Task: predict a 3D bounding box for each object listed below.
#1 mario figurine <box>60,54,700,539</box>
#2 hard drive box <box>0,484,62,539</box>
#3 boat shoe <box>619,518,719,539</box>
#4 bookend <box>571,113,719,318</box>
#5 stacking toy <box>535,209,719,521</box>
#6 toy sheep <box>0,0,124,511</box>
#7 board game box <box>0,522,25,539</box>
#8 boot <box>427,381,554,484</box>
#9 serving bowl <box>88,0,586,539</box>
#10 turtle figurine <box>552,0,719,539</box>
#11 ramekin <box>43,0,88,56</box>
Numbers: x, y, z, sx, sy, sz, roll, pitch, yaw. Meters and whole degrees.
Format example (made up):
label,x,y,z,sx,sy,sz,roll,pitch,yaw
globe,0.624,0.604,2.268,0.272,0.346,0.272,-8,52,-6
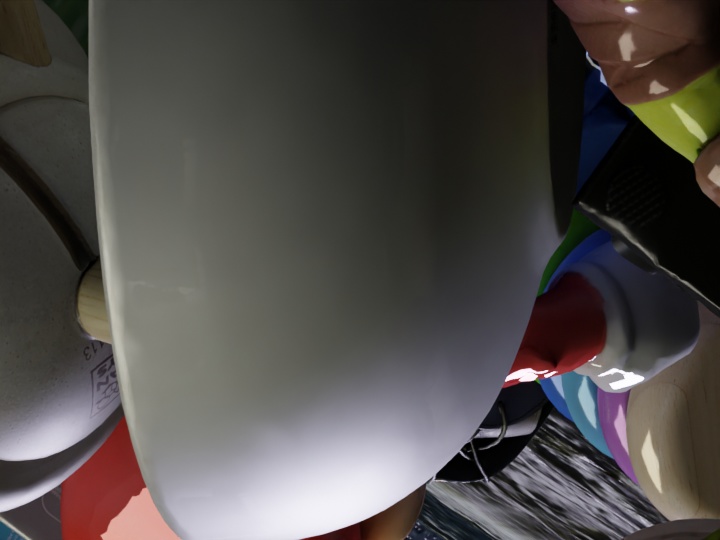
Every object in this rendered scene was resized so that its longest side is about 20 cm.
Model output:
label,x,y,z,sx,sy,sz,roll,pitch,yaw
mario figurine,0.000,0.000,0.713,0.123,0.200,0.106,30,171,41
hard drive box,-0.031,-0.003,0.848,0.077,0.201,0.156,34,174,2
boat shoe,0.123,0.118,0.662,0.199,0.075,0.066,19,151,45
bookend,0.134,0.018,0.639,0.200,0.092,0.199,37,173,-3
stacking toy,0.073,0.010,0.959,0.085,0.086,0.200,40,176,-35
toy sheep,-0.106,-0.010,0.635,0.199,0.138,0.138,17,162,42
board game box,-0.154,0.015,0.912,0.047,0.152,0.200,-1,147,46
boot,0.017,0.047,1.037,0.096,0.201,0.075,28,150,5
serving bowl,0.006,-0.049,0.543,0.065,0.202,0.200,2,166,8
turtle figurine,0.109,0.002,0.502,0.162,0.199,0.064,63,175,-6
ramekin,-0.124,-0.115,0.961,0.199,0.098,0.200,35,173,5
